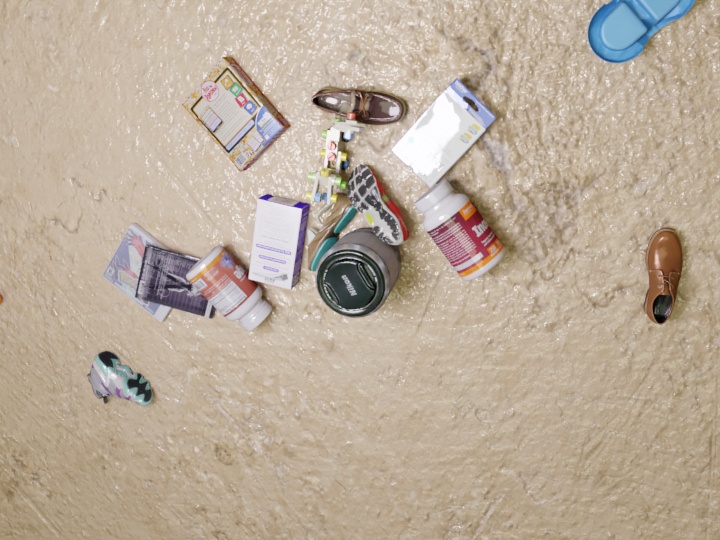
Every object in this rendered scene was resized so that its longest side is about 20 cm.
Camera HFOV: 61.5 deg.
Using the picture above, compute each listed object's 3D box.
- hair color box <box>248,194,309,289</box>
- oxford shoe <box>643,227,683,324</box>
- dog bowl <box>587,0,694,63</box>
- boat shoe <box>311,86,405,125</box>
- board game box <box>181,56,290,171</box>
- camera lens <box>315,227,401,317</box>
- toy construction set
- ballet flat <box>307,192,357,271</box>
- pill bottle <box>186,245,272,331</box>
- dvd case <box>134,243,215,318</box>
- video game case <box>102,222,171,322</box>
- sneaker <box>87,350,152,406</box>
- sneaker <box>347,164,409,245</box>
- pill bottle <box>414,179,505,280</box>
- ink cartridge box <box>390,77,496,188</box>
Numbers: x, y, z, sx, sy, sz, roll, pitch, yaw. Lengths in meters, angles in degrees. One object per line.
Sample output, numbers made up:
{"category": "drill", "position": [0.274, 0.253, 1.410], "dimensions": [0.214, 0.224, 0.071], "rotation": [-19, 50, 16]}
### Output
{"category": "hair color box", "position": [-0.190, -0.067, 1.414], "dimensions": [0.109, 0.065, 0.201], "rotation": [14, 109, 9]}
{"category": "oxford shoe", "position": [0.618, 0.015, 1.226], "dimensions": [0.071, 0.071, 0.201], "rotation": [0, 106, 16]}
{"category": "dog bowl", "position": [0.508, -0.470, 1.104], "dimensions": [0.112, 0.050, 0.200], "rotation": [47, 113, -3]}
{"category": "boat shoe", "position": [-0.007, -0.344, 1.268], "dimensions": [0.199, 0.072, 0.072], "rotation": [15, 111, 10]}
{"category": "board game box", "position": [-0.278, -0.347, 1.353], "dimensions": [0.151, 0.046, 0.200], "rotation": [-38, 95, 23]}
{"category": "camera lens", "position": [0.000, 0.000, 1.311], "dimensions": [0.159, 0.200, 0.161], "rotation": [4, 109, 13]}
{"category": "toy construction set", "position": [-0.056, -0.245, 1.282], "dimensions": [0.092, 0.131, 0.200], "rotation": [25, 112, 5]}
{"category": "ballet flat", "position": [-0.079, -0.094, 1.381], "dimensions": [0.072, 0.068, 0.200], "rotation": [41, 114, 21]}
{"category": "pill bottle", "position": [-0.309, 0.047, 1.450], "dimensions": [0.112, 0.112, 0.200], "rotation": [-35, 106, 22]}
{"category": "dvd case", "position": [-0.450, 0.029, 1.511], "dimensions": [0.199, 0.016, 0.149], "rotation": [17, 112, -8]}
{"category": "video game case", "position": [-0.545, 0.008, 1.553], "dimensions": [0.200, 0.023, 0.182], "rotation": [38, 113, 0]}
{"category": "sneaker", "position": [-0.670, 0.330, 1.670], "dimensions": [0.200, 0.078, 0.140], "rotation": [41, 115, 9]}
{"category": "sneaker", "position": [0.040, -0.140, 1.324], "dimensions": [0.077, 0.085, 0.200], "rotation": [-35, 74, 27]}
{"category": "pill bottle", "position": [0.206, -0.087, 1.276], "dimensions": [0.113, 0.113, 0.200], "rotation": [-36, 97, 22]}
{"category": "ink cartridge box", "position": [0.172, -0.284, 1.259], "dimensions": [0.119, 0.042, 0.200], "rotation": [43, 115, -2]}
